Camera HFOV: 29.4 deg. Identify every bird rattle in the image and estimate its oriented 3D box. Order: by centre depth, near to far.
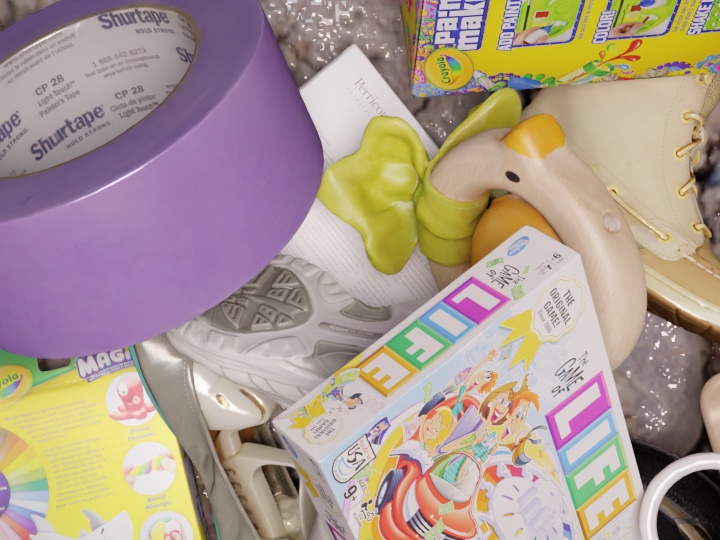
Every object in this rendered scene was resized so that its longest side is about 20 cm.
[{"bbox_3d":[0.070,0.008,0.662,0.112,0.163,0.201,-19,85,-29],"label":"bird rattle"}]

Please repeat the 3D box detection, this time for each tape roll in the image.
[{"bbox_3d":[-0.124,-0.057,0.672,0.200,0.200,0.085,-27,127,-2],"label":"tape roll"}]

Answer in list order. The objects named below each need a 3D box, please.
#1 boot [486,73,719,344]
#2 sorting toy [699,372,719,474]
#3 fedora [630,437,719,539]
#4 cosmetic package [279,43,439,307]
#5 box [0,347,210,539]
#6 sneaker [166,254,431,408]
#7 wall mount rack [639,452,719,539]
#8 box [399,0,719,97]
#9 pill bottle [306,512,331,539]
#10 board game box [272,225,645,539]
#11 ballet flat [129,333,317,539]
[{"bbox_3d":[0.177,-0.057,0.748,0.200,0.073,0.156,33,88,20],"label":"boot"},{"bbox_3d":[0.284,0.127,0.678,0.185,0.036,0.201,-17,72,9],"label":"sorting toy"},{"bbox_3d":[0.120,0.183,0.716,0.200,0.092,0.201,-10,73,35],"label":"fedora"},{"bbox_3d":[0.000,0.000,0.765,0.151,0.052,0.200,-39,95,0],"label":"cosmetic package"},{"bbox_3d":[-0.149,0.130,0.764,0.117,0.048,0.201,-13,96,-3],"label":"box"},{"bbox_3d":[-0.012,0.058,0.667,0.200,0.078,0.100,16,133,31],"label":"sneaker"},{"bbox_3d":[0.228,0.142,0.625,0.200,0.075,0.174,44,92,10],"label":"wall mount rack"},{"bbox_3d":[0.110,-0.209,0.691,0.192,0.122,0.201,-6,67,-4],"label":"box"},{"bbox_3d":[-0.001,0.209,0.710,0.109,0.110,0.200,14,120,-5],"label":"pill bottle"},{"bbox_3d":[0.055,0.097,0.587,0.134,0.034,0.200,-37,130,-18],"label":"board game box"},{"bbox_3d":[-0.063,0.090,0.744,0.064,0.067,0.201,-10,109,28],"label":"ballet flat"}]
